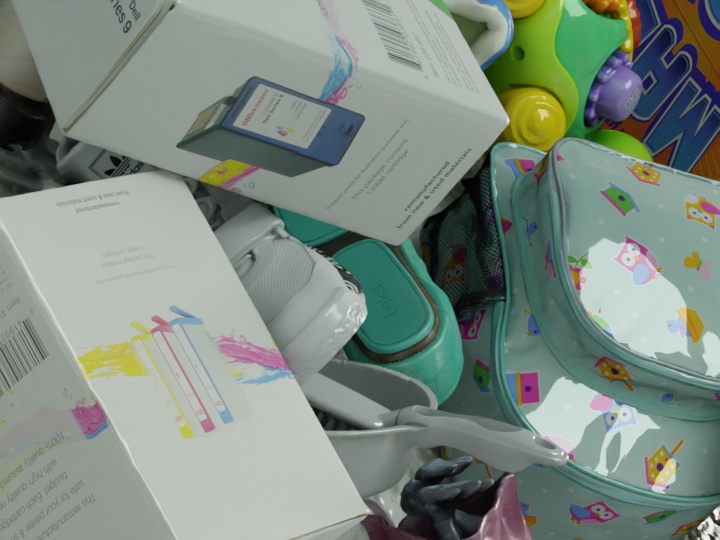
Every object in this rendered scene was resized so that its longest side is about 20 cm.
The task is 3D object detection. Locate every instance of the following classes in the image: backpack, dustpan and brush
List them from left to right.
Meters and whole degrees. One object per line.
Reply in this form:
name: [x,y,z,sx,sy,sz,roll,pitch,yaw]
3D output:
dustpan and brush: [0.003,0.070,1.332,0.199,0.058,0.139,22,22,28]
backpack: [0.127,0.042,1.519,0.175,0.153,0.201,16,61,-23]

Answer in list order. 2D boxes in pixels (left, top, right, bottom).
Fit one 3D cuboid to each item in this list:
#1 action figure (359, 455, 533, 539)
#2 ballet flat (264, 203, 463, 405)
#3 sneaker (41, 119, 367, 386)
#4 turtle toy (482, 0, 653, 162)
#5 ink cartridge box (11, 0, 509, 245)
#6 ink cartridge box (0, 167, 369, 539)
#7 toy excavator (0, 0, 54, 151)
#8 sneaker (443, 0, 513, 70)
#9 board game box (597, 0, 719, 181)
action figure: [0.056,0.192,1.359,0.134,0.148,0.201,-25,101,-59]
ballet flat: [0.000,0.000,1.488,0.201,0.067,0.071,-116,-176,-46]
sneaker: [-0.077,-0.014,1.322,0.115,0.075,0.200,47,-8,-27]
turtle toy: [0.106,-0.107,1.629,0.146,0.100,0.201,-144,-136,-74]
ink cartridge box: [-0.052,-0.110,1.302,0.199,0.088,0.146,19,34,-42]
ink cartridge box: [-0.105,0.080,1.233,0.125,0.128,0.201,-14,71,-54]
toy excavator: [-0.175,-0.159,1.424,0.194,0.100,0.201,16,34,-41]
sneaker: [-0.015,-0.104,1.478,0.076,0.199,0.077,69,-11,-14]
board game box: [0.265,-0.097,1.734,0.199,0.200,0.200,26,27,-32]
